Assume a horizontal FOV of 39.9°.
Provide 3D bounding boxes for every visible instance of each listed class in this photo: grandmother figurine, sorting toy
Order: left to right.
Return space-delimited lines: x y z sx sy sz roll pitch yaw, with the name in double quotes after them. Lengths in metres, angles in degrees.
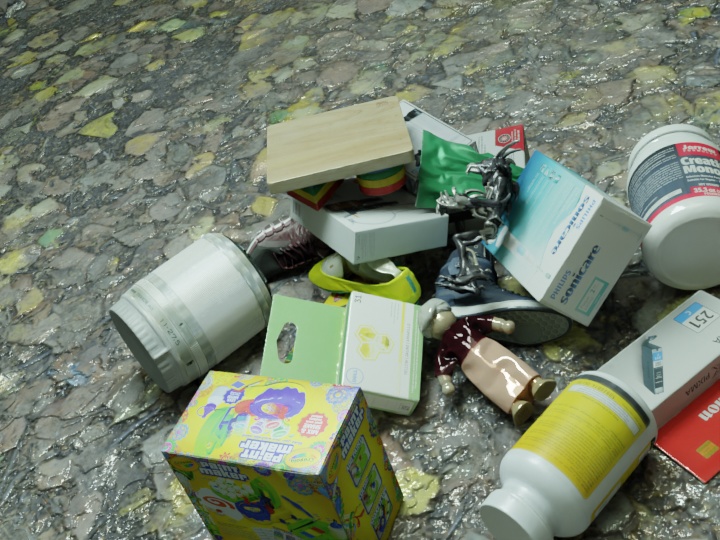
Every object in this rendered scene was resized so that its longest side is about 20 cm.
-0.028 -0.157 1.398 0.198 0.070 0.199 -13 31 2 "sorting toy"
0.141 0.105 1.229 0.121 0.061 0.200 -41 56 -9 "grandmother figurine"

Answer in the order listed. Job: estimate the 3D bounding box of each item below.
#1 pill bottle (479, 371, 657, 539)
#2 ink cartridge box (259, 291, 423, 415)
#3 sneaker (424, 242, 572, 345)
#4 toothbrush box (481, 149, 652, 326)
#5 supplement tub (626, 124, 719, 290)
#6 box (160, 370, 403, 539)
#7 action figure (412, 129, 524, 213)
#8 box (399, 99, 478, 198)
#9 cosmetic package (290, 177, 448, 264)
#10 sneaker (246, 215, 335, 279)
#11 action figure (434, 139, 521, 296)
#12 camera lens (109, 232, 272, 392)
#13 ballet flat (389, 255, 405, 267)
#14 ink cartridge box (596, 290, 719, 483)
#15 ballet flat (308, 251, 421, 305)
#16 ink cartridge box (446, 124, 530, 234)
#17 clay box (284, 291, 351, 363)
0.219 0.210 1.059 0.200 0.113 0.112 -41 42 -25 "pill bottle"
-0.021 0.096 1.270 0.198 0.048 0.147 13 53 -8 "ink cartridge box"
0.189 0.026 1.324 0.200 0.077 0.147 -2 44 25 "sneaker"
0.252 -0.046 1.251 0.147 0.085 0.200 -60 23 12 "toothbrush box"
0.426 -0.086 1.299 0.139 0.141 0.201 -10 39 13 "supplement tub"
-0.081 0.229 1.108 0.198 0.194 0.122 3 43 27 "box"
0.174 -0.119 1.382 0.198 0.055 0.119 11 73 -7 "action figure"
0.080 -0.177 1.496 0.116 0.060 0.200 -33 39 -12 "box"
0.009 -0.077 1.403 0.149 0.052 0.200 -9 26 -28 "cosmetic package"
-0.087 -0.034 1.504 0.200 0.076 0.116 -40 42 3 "sneaker"
0.144 -0.076 1.268 0.101 0.119 0.202 16 82 8 "action figure"
-0.234 0.056 1.414 0.199 0.161 0.160 -37 41 -20 "camera lens"
0.023 -0.059 1.523 0.070 0.071 0.201 -21 37 -1 "ballet flat"
0.392 0.125 1.139 0.199 0.045 0.176 -34 39 -16 "ink cartridge box"
0.000 0.000 1.374 0.199 0.067 0.067 17 51 40 "ballet flat"
0.161 -0.135 1.525 0.198 0.084 0.145 -9 40 15 "ink cartridge box"
-0.018 0.095 1.359 0.114 0.048 0.201 7 44 31 "clay box"
